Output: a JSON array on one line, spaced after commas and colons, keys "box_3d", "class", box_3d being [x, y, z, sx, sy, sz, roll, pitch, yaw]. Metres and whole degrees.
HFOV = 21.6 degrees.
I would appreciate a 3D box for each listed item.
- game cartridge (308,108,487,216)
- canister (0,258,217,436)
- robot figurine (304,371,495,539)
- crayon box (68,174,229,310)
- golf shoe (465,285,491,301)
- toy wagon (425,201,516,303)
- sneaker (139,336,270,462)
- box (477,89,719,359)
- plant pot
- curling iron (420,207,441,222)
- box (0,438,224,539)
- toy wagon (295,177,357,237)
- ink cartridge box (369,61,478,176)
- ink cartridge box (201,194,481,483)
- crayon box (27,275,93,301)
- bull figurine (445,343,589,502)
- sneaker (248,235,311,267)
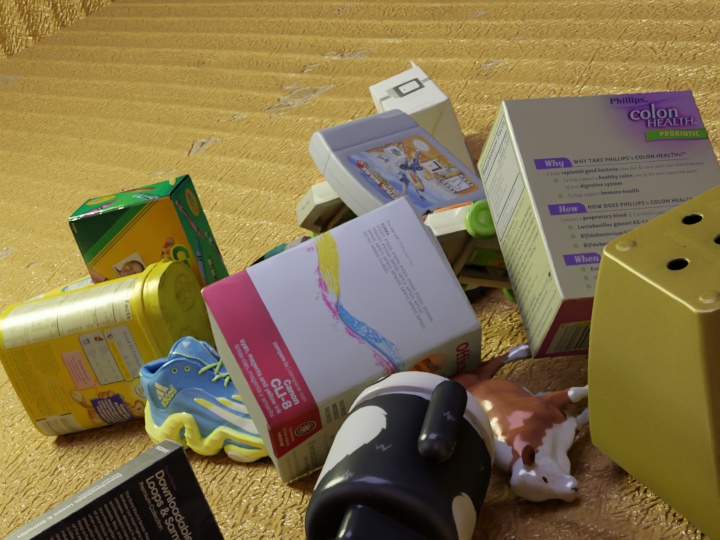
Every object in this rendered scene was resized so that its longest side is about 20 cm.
[{"box_3d": [0.047, -0.083, 1.862, 0.133, 0.042, 0.200, -17, 50, -43], "class": "game cartridge"}, {"box_3d": [-0.244, 0.080, 1.852, 0.199, 0.149, 0.087, -13, 23, 25], "class": "canister"}, {"box_3d": [0.028, 0.164, 1.413, 0.150, 0.125, 0.200, -14, 31, 29], "class": "robot figurine"}, {"box_3d": [-0.195, 0.014, 1.887, 0.118, 0.201, 0.058, -13, 21, 22], "class": "crayon box"}, {"box_3d": [0.057, -0.004, 1.846, 0.200, 0.095, 0.078, -26, 21, -16], "class": "golf shoe"}, {"box_3d": [0.152, -0.015, 1.711, 0.199, 0.040, 0.155, 6, -22, -8], "class": "toy wagon"}, {"box_3d": [-0.127, 0.114, 1.718, 0.199, 0.105, 0.076, -7, 26, 33], "class": "sneaker"}, {"box_3d": [0.211, -0.041, 1.579, 0.175, 0.097, 0.201, -5, 59, -15], "class": "box"}, {"box_3d": [0.278, 0.050, 1.363, 0.200, 0.177, 0.200, -27, 30, -15], "class": "plant pot"}, {"box_3d": [0.000, 0.000, 1.732, 0.200, 0.050, 0.026, -31, 56, -21], "class": "curling iron"}, {"box_3d": [-0.195, 0.239, 1.437, 0.200, 0.143, 0.036, -30, 22, -22], "class": "box"}, {"box_3d": [0.036, -0.071, 1.990, 0.199, 0.040, 0.155, -5, -17, -20], "class": "toy wagon"}, {"box_3d": [0.069, -0.159, 2.168, 0.067, 0.116, 0.200, -23, 21, -2], "class": "ink cartridge box"}, {"box_3d": [-0.012, 0.059, 1.618, 0.200, 0.145, 0.145, -25, 66, -9], "class": "ink cartridge box"}, {"box_3d": [-0.280, 0.048, 2.059, 0.199, 0.058, 0.119, -22, 22, -2], "class": "crayon box"}, {"box_3d": [0.131, 0.121, 1.521, 0.121, 0.065, 0.200, -23, 26, -24], "class": "bull figurine"}, {"box_3d": [-0.080, 0.057, 1.824, 0.080, 0.071, 0.200, -21, 40, 25], "class": "sneaker"}]
